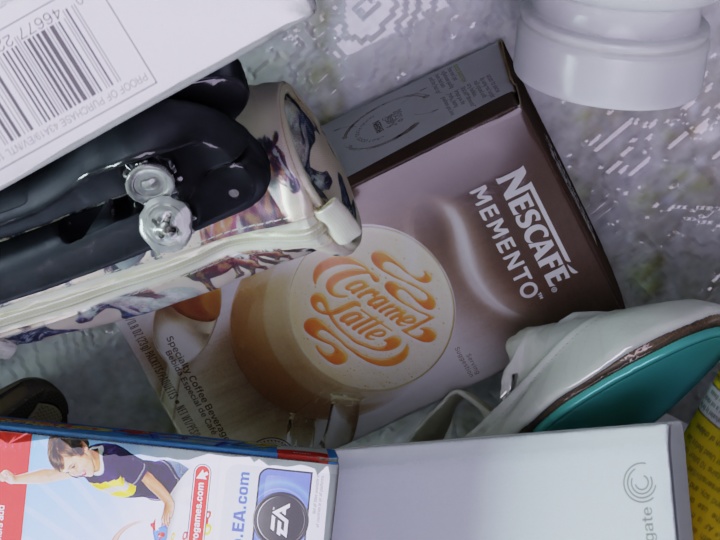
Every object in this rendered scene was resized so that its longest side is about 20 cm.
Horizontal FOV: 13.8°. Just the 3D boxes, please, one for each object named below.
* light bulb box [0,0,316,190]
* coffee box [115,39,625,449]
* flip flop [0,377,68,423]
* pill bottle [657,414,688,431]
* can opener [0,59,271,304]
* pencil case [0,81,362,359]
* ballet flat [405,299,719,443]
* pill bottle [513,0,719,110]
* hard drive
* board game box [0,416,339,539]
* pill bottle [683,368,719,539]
[{"bbox_3d":[-0.134,-0.135,1.180,0.198,0.200,0.125,-28,111,7],"label":"light bulb box"},{"bbox_3d":[0.000,0.000,1.310,0.199,0.080,0.115,-26,113,7],"label":"coffee box"},{"bbox_3d":[-0.215,0.103,1.277,0.200,0.081,0.058,-35,66,7],"label":"flip flop"},{"bbox_3d":[0.097,0.168,1.369,0.112,0.112,0.201,5,112,-6],"label":"pill bottle"},{"bbox_3d":[-0.127,-0.018,1.173,0.199,0.079,0.064,-25,114,11],"label":"can opener"},{"bbox_3d":[-0.098,-0.015,1.229,0.199,0.090,0.078,-18,139,10],"label":"pencil case"},{"bbox_3d":[0.067,0.065,1.267,0.069,0.069,0.200,41,107,-18],"label":"ballet flat"},{"bbox_3d":[0.114,-0.173,1.229,0.111,0.111,0.201,3,113,-5],"label":"pill bottle"},{"bbox_3d":[0.039,0.136,1.225,0.199,0.027,0.133,-6,87,20],"label":"hard drive"},{"bbox_3d":[-0.115,0.162,1.202,0.195,0.056,0.201,7,92,-2],"label":"board game box"},{"bbox_3d":[0.166,0.128,1.252,0.112,0.113,0.201,26,98,-14],"label":"pill bottle"}]
